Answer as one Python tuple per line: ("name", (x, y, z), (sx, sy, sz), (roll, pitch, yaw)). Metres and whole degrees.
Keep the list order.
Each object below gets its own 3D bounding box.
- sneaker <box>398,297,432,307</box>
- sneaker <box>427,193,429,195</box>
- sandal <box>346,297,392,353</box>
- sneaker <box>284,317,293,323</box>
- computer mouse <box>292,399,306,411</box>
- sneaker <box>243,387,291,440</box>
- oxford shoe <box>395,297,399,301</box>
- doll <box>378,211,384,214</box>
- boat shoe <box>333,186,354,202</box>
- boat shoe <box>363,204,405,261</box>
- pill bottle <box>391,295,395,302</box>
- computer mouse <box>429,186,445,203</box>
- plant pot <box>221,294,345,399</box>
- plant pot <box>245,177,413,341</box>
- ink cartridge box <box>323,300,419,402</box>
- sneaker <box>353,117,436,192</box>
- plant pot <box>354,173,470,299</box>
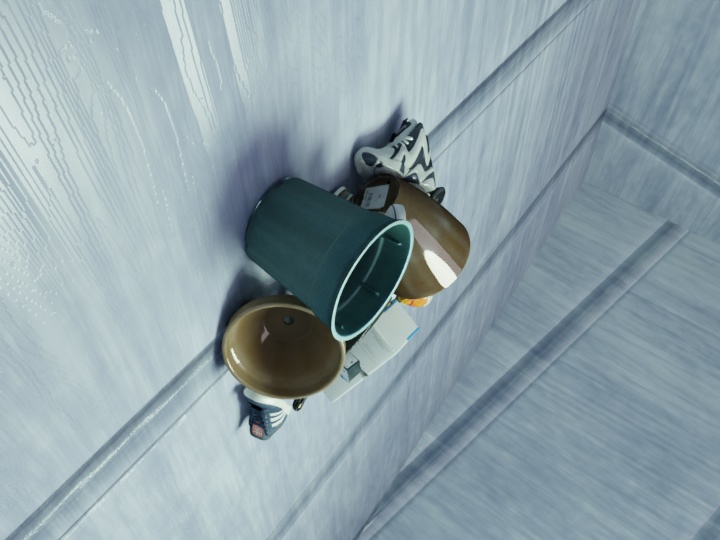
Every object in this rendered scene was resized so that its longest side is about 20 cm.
("sneaker", (0.112, -0.024, 1.601), (0.073, 0.076, 0.202), (-147, -120, -76))
("sneaker", (0.106, -0.163, 1.613), (0.200, 0.088, 0.077), (-41, 152, -47))
("sandal", (-0.017, 0.111, 1.466), (0.201, 0.048, 0.075), (-47, 176, -12))
("sneaker", (-0.096, 0.091, 1.390), (0.200, 0.115, 0.075), (119, -15, -50))
("computer mouse", (-0.077, 0.192, 1.570), (0.201, 0.034, 0.059), (-63, 163, 8))
("sneaker", (-0.182, 0.272, 1.492), (0.085, 0.075, 0.200), (-62, 162, -12))
("oxford shoe", (0.054, 0.043, 1.765), (0.200, 0.084, 0.073), (-44, 150, -6))
("doll", (0.010, -0.006, 1.377), (0.049, 0.135, 0.201), (-98, -151, -55))
("boat shoe", (-0.053, -0.047, 1.404), (0.203, 0.060, 0.072), (-65, 161, 11))
("boat shoe", (0.023, -0.022, 1.298), (0.071, 0.069, 0.201), (-100, -160, -47))
("pill bottle", (0.079, -0.040, 1.682), (0.201, 0.112, 0.112), (-61, 161, -2))
("computer mouse", (0.119, -0.104, 1.813), (0.140, 0.046, 0.201), (-35, 153, -45))
("plant pot", (-0.121, 0.107, 1.304), (0.093, 0.199, 0.202), (-86, -171, -54))
("plant pot", (-0.054, -0.032, 1.199), (0.200, 0.195, 0.201), (-45, 154, -28))
("ink cartridge box", (0.008, 0.167, 1.657), (0.200, 0.086, 0.146), (-43, 176, 29))
("sneaker", (0.063, -0.225, 1.455), (0.198, 0.079, 0.131), (11, 71, -39))
("plant pot", (0.075, -0.077, 1.448), (0.188, 0.186, 0.200), (-57, 135, -13))
